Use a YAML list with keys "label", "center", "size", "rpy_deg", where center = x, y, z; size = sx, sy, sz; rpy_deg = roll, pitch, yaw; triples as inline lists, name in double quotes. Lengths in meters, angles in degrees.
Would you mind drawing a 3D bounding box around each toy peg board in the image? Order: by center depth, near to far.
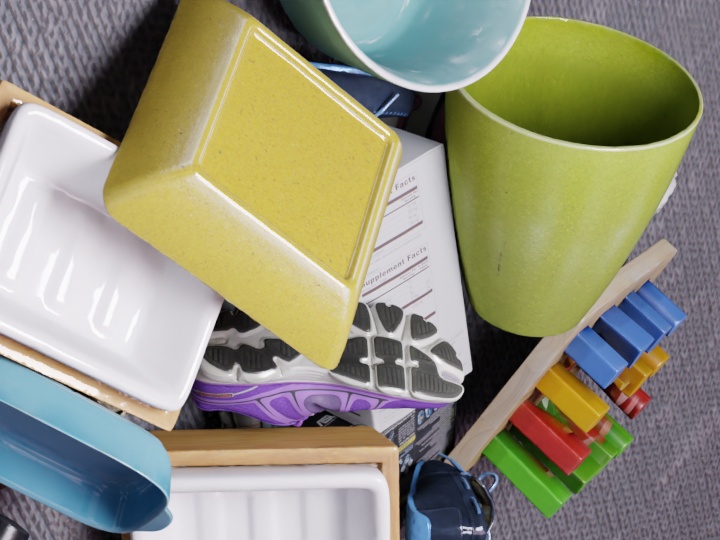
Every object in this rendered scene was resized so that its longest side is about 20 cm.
- label: "toy peg board"
  center: [0.197, 0.099, 1.658]
  size: [0.200, 0.098, 0.199]
  rpy_deg: [-30, 160, -55]

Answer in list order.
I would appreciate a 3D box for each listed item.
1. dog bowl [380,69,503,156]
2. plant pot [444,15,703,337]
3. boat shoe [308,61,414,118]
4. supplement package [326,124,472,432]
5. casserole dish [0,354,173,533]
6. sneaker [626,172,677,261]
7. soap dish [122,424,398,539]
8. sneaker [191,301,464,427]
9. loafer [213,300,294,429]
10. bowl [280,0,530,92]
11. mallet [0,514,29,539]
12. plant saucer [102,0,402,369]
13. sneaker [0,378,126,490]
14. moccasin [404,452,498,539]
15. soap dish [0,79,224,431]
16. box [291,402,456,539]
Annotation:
- label: "dog bowl"
  center: [0.099, -0.101, 1.579]
  size: [0.200, 0.074, 0.201]
  rpy_deg: [-21, 122, -39]
- label: "plant pot"
  center: [0.139, -0.057, 1.471]
  size: [0.187, 0.187, 0.201]
  rpy_deg: [-24, 137, -39]
- label: "boat shoe"
  center: [-0.050, -0.114, 1.415]
  size: [0.199, 0.084, 0.069]
  rpy_deg: [0, 92, -32]
- label: "supplement package"
  center: [0.000, 0.000, 1.485]
  size: [0.109, 0.114, 0.201]
  rpy_deg: [-31, 128, -33]
- label: "casserole dish"
  center: [-0.205, 0.106, 1.266]
  size: [0.200, 0.121, 0.039]
  rpy_deg: [29, 58, -15]
- label: "sneaker"
  center: [0.205, -0.063, 1.709]
  size: [0.078, 0.099, 0.200]
  rpy_deg: [-47, -176, 44]
- label: "soap dish"
  center: [-0.072, 0.188, 1.439]
  size: [0.199, 0.081, 0.158]
  rpy_deg: [-1, 118, 0]
- label: "sneaker"
  center: [-0.026, 0.073, 1.408]
  size: [0.084, 0.199, 0.081]
  rpy_deg: [100, -8, -49]
- label: "loafer"
  center: [-0.085, 0.094, 1.490]
  size: [0.072, 0.063, 0.201]
  rpy_deg: [-55, 147, -48]
- label: "bowl"
  center: [0.016, -0.221, 1.386]
  size: [0.200, 0.105, 0.202]
  rpy_deg: [0, 89, -37]
- label: "mallet"
  center: [-0.219, 0.223, 1.416]
  size: [0.200, 0.041, 0.066]
  rpy_deg: [33, 80, -54]
- label: "plant saucer"
  center: [-0.053, -0.068, 1.294]
  size: [0.200, 0.048, 0.200]
  rpy_deg: [37, 49, -24]
- label: "sneaker"
  center: [-0.192, 0.079, 1.344]
  size: [0.200, 0.075, 0.071]
  rpy_deg: [-49, 136, -21]
- label: "moccasin"
  center: [0.072, 0.194, 1.528]
  size: [0.200, 0.068, 0.081]
  rpy_deg: [-62, 151, -81]
- label: "soap dish"
  center: [-0.182, -0.006, 1.263]
  size: [0.200, 0.081, 0.158]
  rpy_deg: [29, 71, -32]
- label: "box"
  center: [0.014, 0.162, 1.591]
  size: [0.200, 0.049, 0.162]
  rpy_deg: [-34, 129, -53]
